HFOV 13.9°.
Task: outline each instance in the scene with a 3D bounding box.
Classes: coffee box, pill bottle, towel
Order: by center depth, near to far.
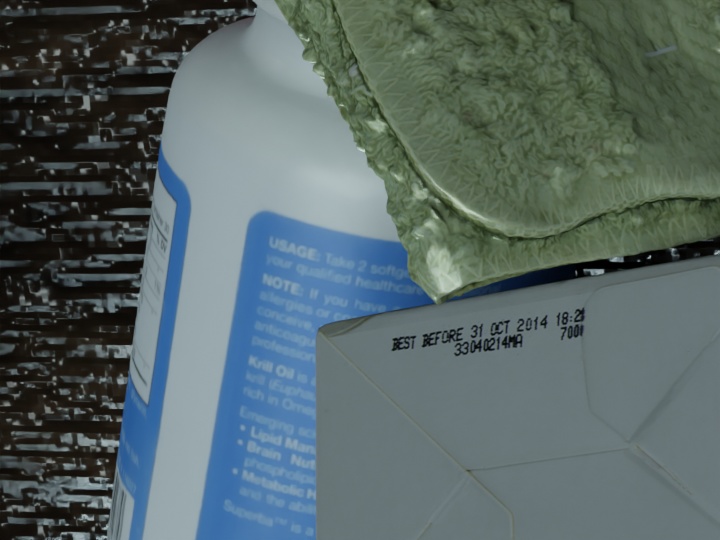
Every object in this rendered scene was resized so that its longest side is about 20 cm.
[{"bbox_3d":[0.042,-0.088,0.681,0.037,0.148,0.201,106,143,-54],"label":"towel"},{"bbox_3d":[0.083,0.065,0.699,0.114,0.200,0.080,-10,70,25],"label":"coffee box"},{"bbox_3d":[0.000,0.000,0.763,0.112,0.112,0.201,17,114,16],"label":"pill bottle"}]
